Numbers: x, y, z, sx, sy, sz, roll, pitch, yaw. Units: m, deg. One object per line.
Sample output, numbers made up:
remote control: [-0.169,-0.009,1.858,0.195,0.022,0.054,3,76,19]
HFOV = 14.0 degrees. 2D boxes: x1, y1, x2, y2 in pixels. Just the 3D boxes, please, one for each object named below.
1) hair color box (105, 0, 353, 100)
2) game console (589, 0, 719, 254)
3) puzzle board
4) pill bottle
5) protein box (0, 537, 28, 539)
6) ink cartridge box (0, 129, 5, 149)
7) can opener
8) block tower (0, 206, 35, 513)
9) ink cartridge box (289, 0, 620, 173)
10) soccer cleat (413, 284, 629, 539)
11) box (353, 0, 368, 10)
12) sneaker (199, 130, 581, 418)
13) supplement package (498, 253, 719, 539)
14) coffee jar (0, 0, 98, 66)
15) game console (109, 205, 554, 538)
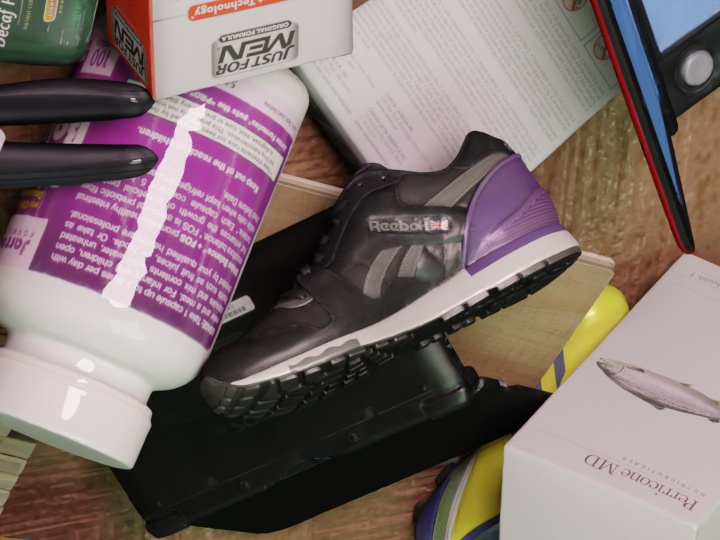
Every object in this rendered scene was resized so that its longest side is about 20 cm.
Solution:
hair color box: [-0.058,-0.181,1.267,0.101,0.061,0.200,-15,127,-22]
game console: [0.165,-0.143,1.428,0.172,0.119,0.200,-35,129,-15]
puzzle board: [0.010,0.017,1.514,0.200,0.017,0.151,15,138,-16]
pill bottle: [-0.109,-0.014,1.378,0.112,0.112,0.200,29,77,-36]
protein box: [-0.215,0.241,1.506,0.200,0.135,0.199,9,142,-29]
ink cartridge box: [-0.276,-0.039,1.277,0.145,0.200,0.083,29,64,-35]
can opener: [-0.181,-0.061,1.338,0.200,0.079,0.063,6,108,22]
block tower: [-0.188,0.060,1.483,0.058,0.054,0.200,17,115,-33]
ink cartridge box: [0.063,-0.129,1.478,0.200,0.050,0.162,-44,130,-9]
soccer cleat: [0.098,0.099,1.617,0.065,0.084,0.200,17,115,-32]
box: [-0.042,-0.211,1.343,0.100,0.075,0.200,-33,132,1]
sneaker: [0.000,0.000,1.401,0.200,0.088,0.076,-25,168,-23]
supplement package: [0.172,0.102,1.569,0.200,0.117,0.117,-44,146,-42]
coffee jar: [-0.217,-0.145,1.303,0.200,0.085,0.104,-1,123,-23]
game console: [-0.028,0.057,1.532,0.200,0.116,0.176,-25,103,24]
